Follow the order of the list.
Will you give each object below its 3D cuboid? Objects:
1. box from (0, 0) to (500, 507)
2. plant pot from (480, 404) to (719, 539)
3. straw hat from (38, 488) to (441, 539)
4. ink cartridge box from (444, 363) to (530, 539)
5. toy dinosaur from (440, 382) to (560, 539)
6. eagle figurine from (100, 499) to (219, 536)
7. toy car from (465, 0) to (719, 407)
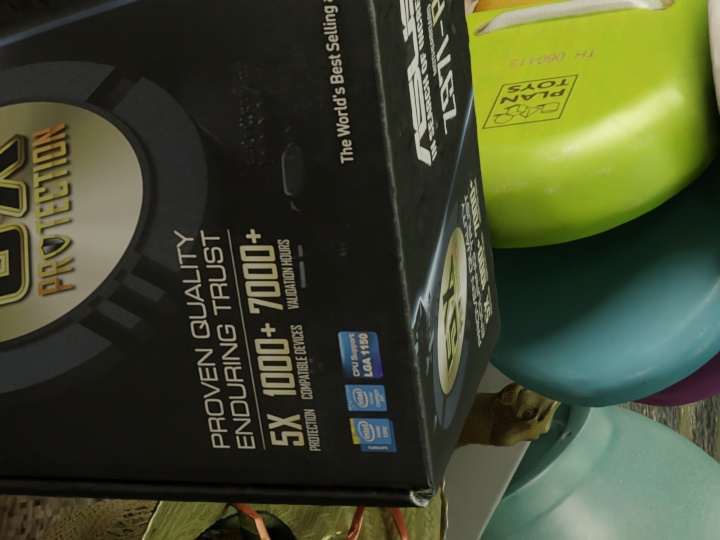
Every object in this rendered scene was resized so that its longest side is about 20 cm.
[{"bbox_3d":[-0.062,-0.052,0.553,0.086,0.163,0.200,-63,150,-58],"label":"box"},{"bbox_3d":[0.091,0.137,1.135,0.134,0.200,0.200,57,27,-18],"label":"plant pot"},{"bbox_3d":[-0.058,0.109,0.706,0.201,0.085,0.202,-34,130,-53],"label":"straw hat"},{"bbox_3d":[0.048,0.029,1.050,0.200,0.076,0.137,-61,176,-59],"label":"ink cartridge box"},{"bbox_3d":[-0.007,0.084,0.919,0.058,0.200,0.101,10,41,-50],"label":"toy dinosaur"},{"bbox_3d":[-0.008,0.000,0.820,0.152,0.151,0.200,70,19,-47],"label":"eagle figurine"},{"bbox_3d":[0.079,-0.037,0.687,0.200,0.175,0.150,-55,134,-57],"label":"toy car"}]
